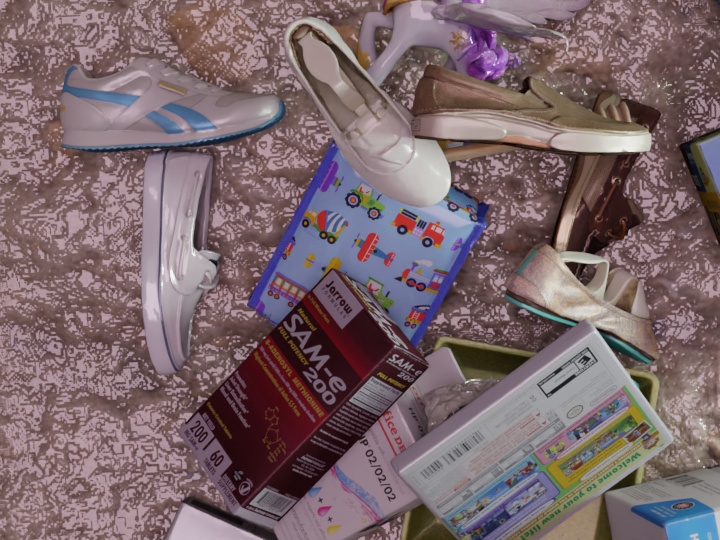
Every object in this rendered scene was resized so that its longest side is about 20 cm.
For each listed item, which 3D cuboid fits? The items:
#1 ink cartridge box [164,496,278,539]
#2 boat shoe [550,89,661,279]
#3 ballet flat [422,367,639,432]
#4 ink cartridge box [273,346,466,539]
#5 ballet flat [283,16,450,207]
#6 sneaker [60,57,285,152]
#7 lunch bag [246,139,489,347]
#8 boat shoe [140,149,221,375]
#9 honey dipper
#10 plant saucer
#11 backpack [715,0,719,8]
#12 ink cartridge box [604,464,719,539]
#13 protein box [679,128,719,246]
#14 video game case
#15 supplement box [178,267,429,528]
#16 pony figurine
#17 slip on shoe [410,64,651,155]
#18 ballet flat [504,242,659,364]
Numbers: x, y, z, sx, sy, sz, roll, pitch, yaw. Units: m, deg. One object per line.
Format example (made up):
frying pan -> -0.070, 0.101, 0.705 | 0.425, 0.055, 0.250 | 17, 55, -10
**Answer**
ink cartridge box -> -0.103, 0.322, 1.754 | 0.200, 0.044, 0.174 | 24, 93, 2
boat shoe -> 0.212, -0.053, 1.701 | 0.072, 0.072, 0.200 | 17, 88, 4
ballet flat -> 0.142, 0.106, 1.658 | 0.200, 0.072, 0.072 | -6, 93, -23
ink cartridge box -> 0.008, 0.160, 1.689 | 0.200, 0.068, 0.115 | -31, 77, 20
ballet flat -> -0.003, -0.133, 1.624 | 0.069, 0.069, 0.200 | -39, 75, 5
sneaker -> -0.167, -0.148, 1.717 | 0.200, 0.077, 0.081 | -2, 91, 2
lunch bag -> 0.000, 0.000, 1.714 | 0.151, 0.094, 0.200 | 29, 104, -1
boat shoe -> -0.156, -0.007, 1.724 | 0.065, 0.074, 0.200 | -1, 94, 8
honey dipper -> 0.130, -0.108, 1.656 | 0.200, 0.038, 0.038 | -10, 92, 0
plant saucer -> 0.148, 0.169, 1.726 | 0.200, 0.048, 0.200 | 10, 94, 4
backpack -> 0.364, -0.255, 1.614 | 0.147, 0.200, 0.183 | -30, 92, 5
ink cartridge box -> 0.327, 0.214, 1.644 | 0.200, 0.146, 0.084 | -12, 96, -11
protein box -> 0.404, -0.052, 1.654 | 0.199, 0.135, 0.200 | -22, 92, 4
video game case -> 0.147, 0.151, 1.632 | 0.200, 0.022, 0.182 | -37, 134, 4
supplement box -> -0.050, 0.109, 1.648 | 0.200, 0.061, 0.109 | -47, 52, 9
pony figurine -> 0.084, -0.206, 1.671 | 0.193, 0.167, 0.200 | 21, 111, 5
slip on shoe -> 0.142, -0.129, 1.596 | 0.200, 0.076, 0.061 | 5, 91, -3
ballet flat -> 0.203, 0.026, 1.659 | 0.068, 0.200, 0.067 | 27, 92, 44
